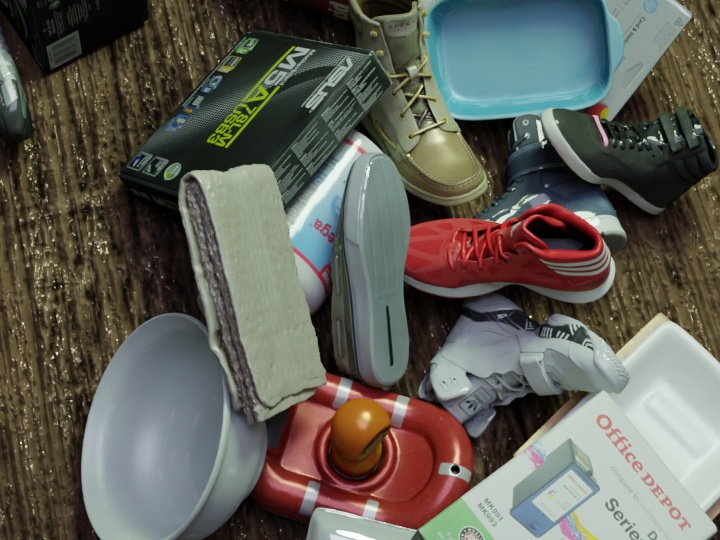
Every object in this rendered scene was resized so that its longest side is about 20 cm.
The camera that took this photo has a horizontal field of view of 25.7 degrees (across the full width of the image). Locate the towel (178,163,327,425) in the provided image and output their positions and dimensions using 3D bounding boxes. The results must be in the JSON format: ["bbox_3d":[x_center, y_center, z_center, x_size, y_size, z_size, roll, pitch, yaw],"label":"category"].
[{"bbox_3d":[-0.085,0.016,1.259,0.034,0.132,0.202,-13,92,23],"label":"towel"}]

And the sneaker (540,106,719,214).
[{"bbox_3d":[0.251,-0.122,1.436,0.199,0.099,0.071,23,43,-41],"label":"sneaker"}]

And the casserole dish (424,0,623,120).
[{"bbox_3d":[0.149,-0.208,1.486,0.198,0.039,0.123,-4,103,14],"label":"casserole dish"}]

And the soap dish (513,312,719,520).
[{"bbox_3d":[0.251,0.158,1.374,0.200,0.081,0.157,-40,75,-20],"label":"soap dish"}]

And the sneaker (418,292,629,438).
[{"bbox_3d":[0.136,0.094,1.361,0.199,0.075,0.115,21,68,49],"label":"sneaker"}]

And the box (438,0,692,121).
[{"bbox_3d":[0.192,-0.244,1.508,0.199,0.041,0.156,38,108,3],"label":"box"}]

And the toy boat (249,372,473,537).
[{"bbox_3d":[-0.001,0.148,1.323,0.198,0.131,0.132,16,65,1],"label":"toy boat"}]

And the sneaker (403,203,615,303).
[{"bbox_3d":[0.115,-0.029,1.337,0.198,0.116,0.079,1,67,12],"label":"sneaker"}]

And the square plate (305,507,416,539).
[{"bbox_3d":[0.036,0.311,1.277,0.196,0.028,0.202,12,83,-1],"label":"square plate"}]

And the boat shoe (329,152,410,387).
[{"bbox_3d":[0.000,0.000,1.354,0.072,0.062,0.202,-7,98,-49],"label":"boat shoe"}]

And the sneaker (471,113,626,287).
[{"bbox_3d":[0.130,-0.064,1.466,0.200,0.077,0.147,-12,64,-7],"label":"sneaker"}]

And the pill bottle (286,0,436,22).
[{"bbox_3d":[-0.017,-0.306,1.538,0.198,0.114,0.115,18,65,3],"label":"pill bottle"}]

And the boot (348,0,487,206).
[{"bbox_3d":[0.048,-0.165,1.429,0.071,0.156,0.200,-22,47,-16],"label":"boot"}]

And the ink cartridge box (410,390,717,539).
[{"bbox_3d":[0.157,0.215,1.248,0.199,0.088,0.146,-32,74,-19],"label":"ink cartridge box"}]

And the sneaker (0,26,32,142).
[{"bbox_3d":[-0.382,-0.186,1.474,0.114,0.075,0.201,-19,59,-9],"label":"sneaker"}]

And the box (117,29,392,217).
[{"bbox_3d":[-0.098,-0.126,1.417,0.200,0.048,0.192,-50,36,-17],"label":"box"}]

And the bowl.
[{"bbox_3d":[-0.140,0.142,1.305,0.090,0.200,0.203,18,58,-39],"label":"bowl"}]

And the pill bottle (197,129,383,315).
[{"bbox_3d":[-0.058,-0.029,1.411,0.108,0.109,0.201,30,66,8],"label":"pill bottle"}]

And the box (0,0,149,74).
[{"bbox_3d":[-0.305,-0.321,1.495,0.124,0.149,0.201,-31,73,-17],"label":"box"}]
